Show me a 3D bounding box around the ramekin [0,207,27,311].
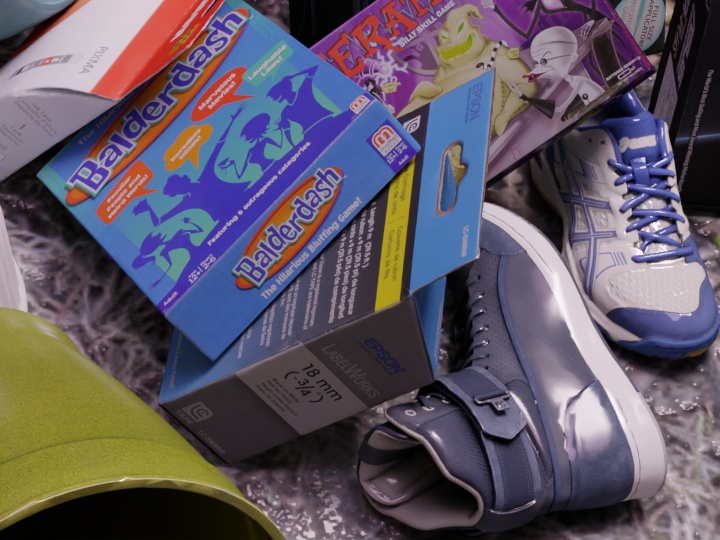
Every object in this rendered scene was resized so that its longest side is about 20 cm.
[{"bbox_3d":[-0.274,-0.002,1.202,0.202,0.094,0.203,4,46,-4],"label":"ramekin"}]

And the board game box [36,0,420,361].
[{"bbox_3d":[-0.075,-0.057,1.221,0.152,0.045,0.200,-46,35,-3],"label":"board game box"}]

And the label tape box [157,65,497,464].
[{"bbox_3d":[0.000,0.000,1.181,0.200,0.063,0.144,-24,37,29],"label":"label tape box"}]

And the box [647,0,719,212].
[{"bbox_3d":[0.264,-0.128,1.322,0.163,0.200,0.086,4,44,-4],"label":"box"}]

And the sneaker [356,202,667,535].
[{"bbox_3d":[0.050,0.050,1.207,0.146,0.077,0.202,-14,51,-23],"label":"sneaker"}]

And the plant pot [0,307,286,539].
[{"bbox_3d":[-0.154,0.120,1.053,0.200,0.201,0.193,-14,37,-20],"label":"plant pot"}]

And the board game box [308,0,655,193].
[{"bbox_3d":[0.047,-0.102,1.273,0.200,0.032,0.120,-35,80,14],"label":"board game box"}]

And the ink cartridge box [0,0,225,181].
[{"bbox_3d":[-0.133,-0.143,1.297,0.050,0.200,0.162,44,47,-14],"label":"ink cartridge box"}]

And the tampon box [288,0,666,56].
[{"bbox_3d":[0.070,-0.197,1.379,0.200,0.150,0.126,-16,33,-22],"label":"tampon box"}]

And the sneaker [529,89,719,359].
[{"bbox_3d":[0.147,-0.041,1.302,0.075,0.088,0.200,-10,50,-19],"label":"sneaker"}]

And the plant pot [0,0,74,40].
[{"bbox_3d":[-0.223,-0.209,1.320,0.135,0.200,0.200,20,46,26],"label":"plant pot"}]
